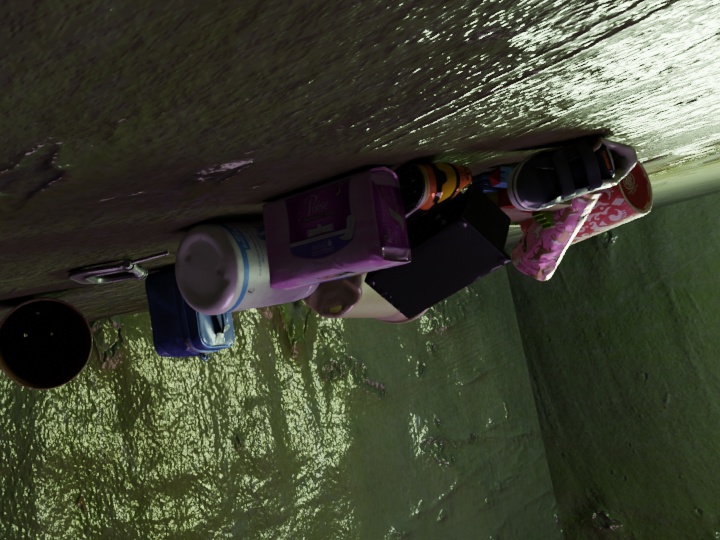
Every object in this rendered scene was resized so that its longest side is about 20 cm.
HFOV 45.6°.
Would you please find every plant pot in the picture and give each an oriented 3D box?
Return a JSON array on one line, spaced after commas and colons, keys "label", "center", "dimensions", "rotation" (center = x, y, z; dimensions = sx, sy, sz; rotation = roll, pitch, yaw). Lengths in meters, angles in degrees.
[{"label": "plant pot", "center": [0.000, 0.000, 1.398], "dimensions": [0.200, 0.202, 0.183], "rotation": [-14, 177, 38]}, {"label": "plant pot", "center": [-0.672, 0.135, 1.807], "dimensions": [0.186, 0.188, 0.200], "rotation": [-10, -169, -22]}]

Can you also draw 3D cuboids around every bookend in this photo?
[{"label": "bookend", "center": [0.124, -0.064, 1.209], "dimensions": [0.200, 0.092, 0.199], "rotation": [-33, -155, 42]}]

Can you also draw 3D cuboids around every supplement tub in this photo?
[{"label": "supplement tub", "center": [-0.164, -0.009, 1.281], "dimensions": [0.131, 0.133, 0.200], "rotation": [-14, 177, 38]}]

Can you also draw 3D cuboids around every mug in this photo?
[{"label": "mug", "center": [0.391, -0.137, 1.488], "dimensions": [0.133, 0.178, 0.200], "rotation": [33, 146, -29]}]

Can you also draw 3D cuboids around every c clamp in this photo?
[{"label": "c clamp", "center": [-0.420, 0.004, 1.502], "dimensions": [0.170, 0.027, 0.200], "rotation": [-11, 176, -14]}]

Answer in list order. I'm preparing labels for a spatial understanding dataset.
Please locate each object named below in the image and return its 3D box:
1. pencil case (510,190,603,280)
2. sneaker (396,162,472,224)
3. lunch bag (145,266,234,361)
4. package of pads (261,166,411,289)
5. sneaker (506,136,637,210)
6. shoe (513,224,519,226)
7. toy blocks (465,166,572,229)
[{"label": "pencil case", "center": [0.320, -0.078, 1.411], "dimensions": [0.086, 0.083, 0.201], "rotation": [-39, 157, -54]}, {"label": "sneaker", "center": [0.080, -0.098, 1.148], "dimensions": [0.090, 0.070, 0.200], "rotation": [-8, 174, -18]}, {"label": "lunch bag", "center": [-0.333, 0.085, 1.723], "dimensions": [0.132, 0.201, 0.136], "rotation": [-16, 170, 23]}, {"label": "package of pads", "center": [-0.036, -0.050, 1.099], "dimensions": [0.199, 0.121, 0.075], "rotation": [-14, 171, 37]}, {"label": "sneaker", "center": [0.293, -0.139, 1.176], "dimensions": [0.199, 0.079, 0.079], "rotation": [-23, -173, -28]}, {"label": "shoe", "center": [0.305, -0.115, 1.868], "dimensions": [0.199, 0.054, 0.070], "rotation": [-10, 176, -37]}, {"label": "toy blocks", "center": [0.231, -0.117, 1.345], "dimensions": [0.136, 0.101, 0.200], "rotation": [2, 172, -21]}]
